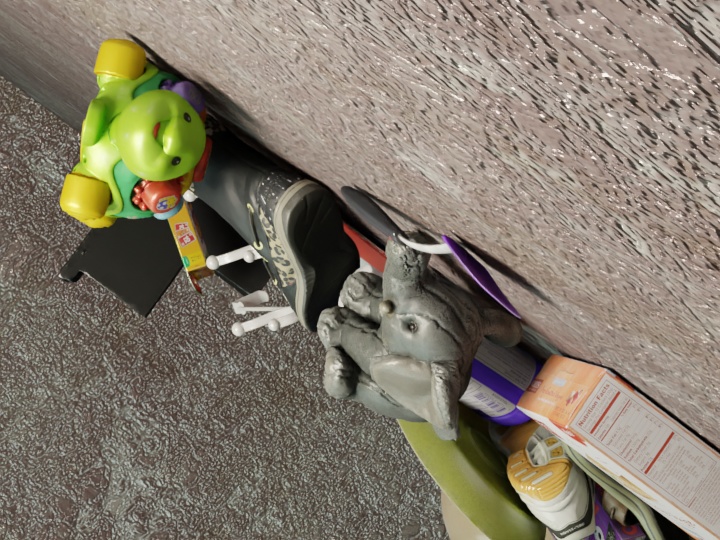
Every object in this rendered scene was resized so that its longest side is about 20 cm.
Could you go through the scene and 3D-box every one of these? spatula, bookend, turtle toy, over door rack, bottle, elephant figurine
[{"bbox_3d":[0.041,-0.021,1.157,0.056,0.021,0.200,37,176,-42],"label":"spatula"},{"bbox_3d":[-0.177,-0.016,1.746,0.200,0.199,0.092,35,174,-3],"label":"bookend"},{"bbox_3d":[-0.169,-0.100,1.299,0.101,0.146,0.200,14,177,-3],"label":"turtle toy"},{"bbox_3d":[-0.121,-0.018,1.584,0.200,0.066,0.148,-168,59,-74],"label":"over door rack"},{"bbox_3d":[0.072,0.065,1.459,0.200,0.065,0.083,33,160,-21],"label":"bottle"},{"bbox_3d":[0.053,0.056,1.300,0.155,0.142,0.200,7,171,-23],"label":"elephant figurine"}]

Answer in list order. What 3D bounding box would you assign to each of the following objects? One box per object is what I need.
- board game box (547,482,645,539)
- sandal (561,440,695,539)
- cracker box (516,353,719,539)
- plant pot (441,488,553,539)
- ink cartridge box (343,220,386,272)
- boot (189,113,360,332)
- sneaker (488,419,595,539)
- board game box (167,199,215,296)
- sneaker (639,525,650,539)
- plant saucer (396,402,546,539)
[{"bbox_3d":[0.203,0.217,1.566,0.200,0.032,0.120,-119,29,-45],"label":"board game box"},{"bbox_3d":[0.232,0.180,1.435,0.057,0.080,0.201,-15,126,48],"label":"sandal"},{"bbox_3d":[0.228,0.147,1.284,0.200,0.058,0.134,37,175,-9],"label":"cracker box"},{"bbox_3d":[0.203,0.238,1.795,0.200,0.200,0.134,36,151,-3],"label":"plant pot"},{"bbox_3d":[0.000,0.000,1.542,0.162,0.050,0.200,37,179,-16],"label":"ink cartridge box"},{"bbox_3d":[-0.082,-0.043,1.443,0.154,0.073,0.204,36,160,25],"label":"boot"},{"bbox_3d":[0.167,0.174,1.491,0.088,0.076,0.200,58,-165,-21],"label":"sneaker"},{"bbox_3d":[-0.183,-0.074,1.622,0.096,0.030,0.201,92,161,-85],"label":"board game box"},{"bbox_3d":[0.280,0.221,1.546,0.200,0.087,0.075,55,152,28],"label":"sneaker"},{"bbox_3d":[0.105,0.171,1.485,0.200,0.031,0.200,45,-166,-15],"label":"plant saucer"}]
